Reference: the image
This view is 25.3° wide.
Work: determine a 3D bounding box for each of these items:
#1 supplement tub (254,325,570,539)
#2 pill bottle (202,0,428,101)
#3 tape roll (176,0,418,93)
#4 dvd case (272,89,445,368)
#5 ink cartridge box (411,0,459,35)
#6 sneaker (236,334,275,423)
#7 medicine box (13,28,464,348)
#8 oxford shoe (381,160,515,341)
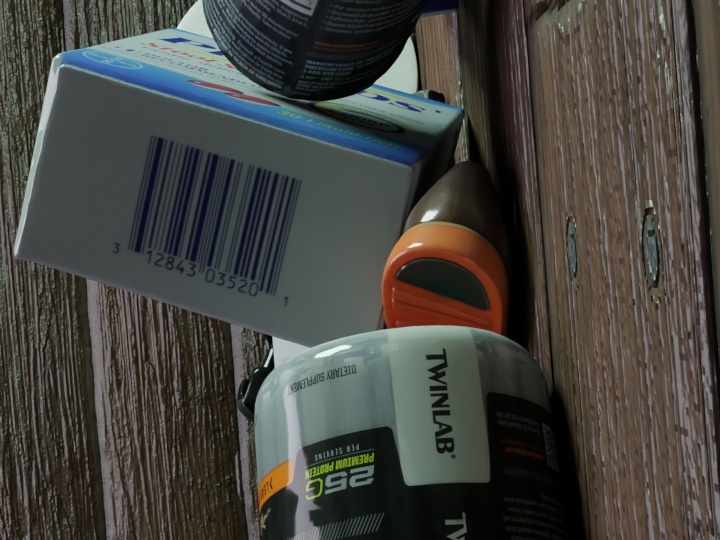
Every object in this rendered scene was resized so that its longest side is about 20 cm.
[{"bbox_3d":[0.024,0.134,0.610,0.123,0.121,0.202,89,176,-66],"label":"supplement tub"},{"bbox_3d":[-0.004,-0.164,0.697,0.200,0.105,0.108,125,142,-64],"label":"pill bottle"},{"bbox_3d":[-0.054,-0.143,1.236,0.037,0.200,0.205,88,177,-68],"label":"tape roll"},{"bbox_3d":[0.000,0.000,1.030,0.025,0.149,0.203,7,-106,-50],"label":"dvd case"},{"bbox_3d":[0.027,-0.246,0.863,0.200,0.043,0.199,-107,12,-67],"label":"ink cartridge box"},{"bbox_3d":[-0.037,0.104,1.102,0.069,0.098,0.203,-37,59,54],"label":"sneaker"},{"bbox_3d":[-0.052,-0.047,0.824,0.200,0.180,0.104,-54,-21,-74],"label":"medicine box"},{"bbox_3d":[0.048,0.037,0.758,0.201,0.070,0.073,93,-167,-48],"label":"oxford shoe"}]
